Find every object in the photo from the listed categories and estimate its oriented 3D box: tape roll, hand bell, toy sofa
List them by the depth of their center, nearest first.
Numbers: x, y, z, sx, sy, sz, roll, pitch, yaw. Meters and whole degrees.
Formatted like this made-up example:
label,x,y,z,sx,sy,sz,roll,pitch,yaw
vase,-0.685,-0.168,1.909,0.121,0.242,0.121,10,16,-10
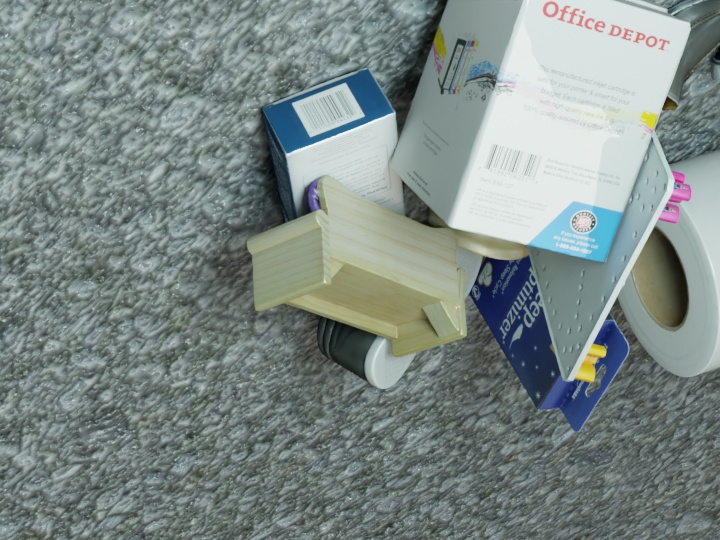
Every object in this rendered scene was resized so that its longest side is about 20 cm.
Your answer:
label,x,y,z,sx,sy,sz,roll,pitch,yaw
toy sofa,0.000,0.000,1.515,0.082,0.099,0.199,-20,153,36
hand bell,0.135,-0.122,1.578,0.103,0.104,0.202,-2,123,-35
tape roll,0.347,-0.012,1.746,0.138,0.203,0.204,-17,143,-20

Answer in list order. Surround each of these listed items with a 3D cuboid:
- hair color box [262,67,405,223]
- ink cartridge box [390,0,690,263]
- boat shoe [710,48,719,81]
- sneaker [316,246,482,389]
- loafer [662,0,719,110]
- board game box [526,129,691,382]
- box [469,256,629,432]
label,x,y,z,sx,sy,sz,roll,pitch,yaw
hair color box,-0.018,-0.070,1.523,0.099,0.061,0.201,-21,144,-10
ink cartridge box,0.138,-0.136,1.410,0.146,0.145,0.202,13,107,-23
boat shoe,0.362,-0.197,1.585,0.068,0.200,0.057,-7,99,-8
sneaker,0.033,0.018,1.673,0.200,0.099,0.071,-51,137,-27
loafer,0.267,-0.170,1.604,0.200,0.073,0.073,-40,143,11
board game box,0.199,-0.042,1.464,0.026,0.201,0.201,14,123,-15
box,0.171,0.040,1.679,0.032,0.201,0.122,-3,137,-33
